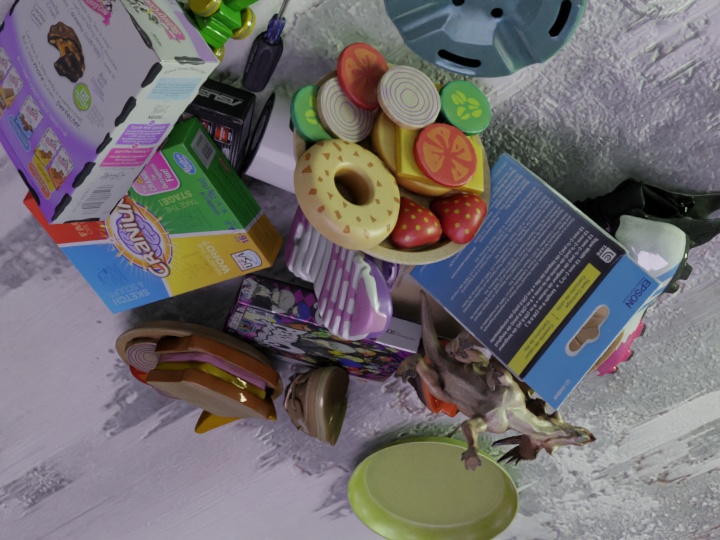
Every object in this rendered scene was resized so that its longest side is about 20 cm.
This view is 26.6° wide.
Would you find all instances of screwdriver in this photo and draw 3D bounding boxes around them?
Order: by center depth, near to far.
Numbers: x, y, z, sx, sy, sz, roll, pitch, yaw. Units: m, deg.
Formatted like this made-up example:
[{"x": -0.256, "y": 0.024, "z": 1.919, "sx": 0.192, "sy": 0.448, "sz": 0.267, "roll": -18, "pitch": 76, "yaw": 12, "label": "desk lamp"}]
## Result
[{"x": -0.064, "y": -0.233, "z": 1.319, "sx": 0.028, "sy": 0.029, "sz": 0.201, "roll": 18, "pitch": 131, "yaw": -10, "label": "screwdriver"}]

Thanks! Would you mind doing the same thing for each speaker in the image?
[{"x": -0.003, "y": -0.090, "z": 1.407, "sx": 0.199, "sy": 0.082, "sz": 0.081, "roll": 21, "pitch": 133, "yaw": -11, "label": "speaker"}]

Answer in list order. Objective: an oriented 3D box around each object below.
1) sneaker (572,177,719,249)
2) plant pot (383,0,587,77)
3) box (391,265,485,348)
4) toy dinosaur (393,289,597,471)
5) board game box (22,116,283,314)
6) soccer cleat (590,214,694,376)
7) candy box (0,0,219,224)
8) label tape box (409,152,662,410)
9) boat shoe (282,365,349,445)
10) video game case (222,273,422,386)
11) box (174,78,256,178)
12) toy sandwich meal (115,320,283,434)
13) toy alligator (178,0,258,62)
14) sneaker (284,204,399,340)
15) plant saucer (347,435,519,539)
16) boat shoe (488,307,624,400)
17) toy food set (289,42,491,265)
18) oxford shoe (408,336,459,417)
[{"x": 0.235, "y": -0.051, "z": 1.428, "sx": 0.198, "sy": 0.060, "sz": 0.104, "roll": 16, "pitch": 136, "yaw": -14, "label": "sneaker"}, {"x": 0.097, "y": -0.262, "z": 1.146, "sx": 0.198, "sy": 0.197, "sz": 0.201, "roll": 4, "pitch": 133, "yaw": 4, "label": "plant pot"}, {"x": 0.111, "y": 0.014, "z": 1.492, "sx": 0.198, "sy": 0.078, "sz": 0.095, "roll": 15, "pitch": 134, "yaw": -6, "label": "box"}, {"x": 0.111, "y": 0.113, "z": 1.407, "sx": 0.086, "sy": 0.200, "sz": 0.135, "roll": -47, "pitch": 158, "yaw": 12, "label": "toy dinosaur"}, {"x": -0.194, "y": -0.047, "z": 1.426, "sx": 0.199, "sy": 0.040, "sz": 0.153, "roll": -16, "pitch": 124, "yaw": 31, "label": "board game box"}, {"x": 0.237, "y": 0.020, "z": 1.426, "sx": 0.086, "sy": 0.070, "sz": 0.201, "roll": 20, "pitch": 136, "yaw": -5, "label": "soccer cleat"}, {"x": -0.232, "y": -0.168, "z": 1.292, "sx": 0.071, "sy": 0.168, "sz": 0.200, "roll": -8, "pitch": 147, "yaw": -50, "label": "candy box"}, {"x": 0.160, "y": 0.012, "z": 1.346, "sx": 0.144, "sy": 0.200, "sz": 0.066, "roll": -52, "pitch": 148, "yaw": 8, "label": "label tape box"}, {"x": -0.052, "y": 0.142, "z": 1.605, "sx": 0.064, "sy": 0.072, "sz": 0.200, "roll": 18, "pitch": 162, "yaw": 6, "label": "boat shoe"}, {"x": -0.044, "y": 0.063, "z": 1.526, "sx": 0.180, "sy": 0.036, "sz": 0.200, "roll": 16, "pitch": 164, "yaw": -7, "label": "video game case"}, {"x": -0.192, "y": -0.103, "z": 1.433, "sx": 0.159, "sy": 0.044, "sz": 0.201, "roll": 18, "pitch": 134, "yaw": 2, "label": "box"}, {"x": -0.170, "y": 0.119, "z": 1.600, "sx": 0.203, "sy": 0.071, "sz": 0.206, "roll": 12, "pitch": 155, "yaw": 6, "label": "toy sandwich meal"}, {"x": -0.157, "y": -0.201, "z": 1.324, "sx": 0.200, "sy": 0.054, "sz": 0.059, "roll": -41, "pitch": 143, "yaw": 19, "label": "toy alligator"}, {"x": 0.000, "y": 0.000, "z": 1.361, "sx": 0.088, "sy": 0.200, "sz": 0.081, "roll": 12, "pitch": 110, "yaw": -23, "label": "sneaker"}, {"x": 0.084, "y": 0.252, "z": 1.759, "sx": 0.198, "sy": 0.031, "sz": 0.201, "roll": 5, "pitch": 134, "yaw": 5, "label": "plant saucer"}, {"x": 0.174, "y": 0.068, "z": 1.433, "sx": 0.071, "sy": 0.069, "sz": 0.200, "roll": 47, "pitch": 133, "yaw": -10, "label": "boat shoe"}, {"x": 0.029, "y": -0.100, "z": 1.318, "sx": 0.198, "sy": 0.200, "sz": 0.049, "roll": 10, "pitch": 154, "yaw": -23, "label": "toy food set"}, {"x": 0.068, "y": 0.101, "z": 1.539, "sx": 0.072, "sy": 0.071, "sz": 0.200, "roll": 31, "pitch": 170, "yaw": 16, "label": "oxford shoe"}]
